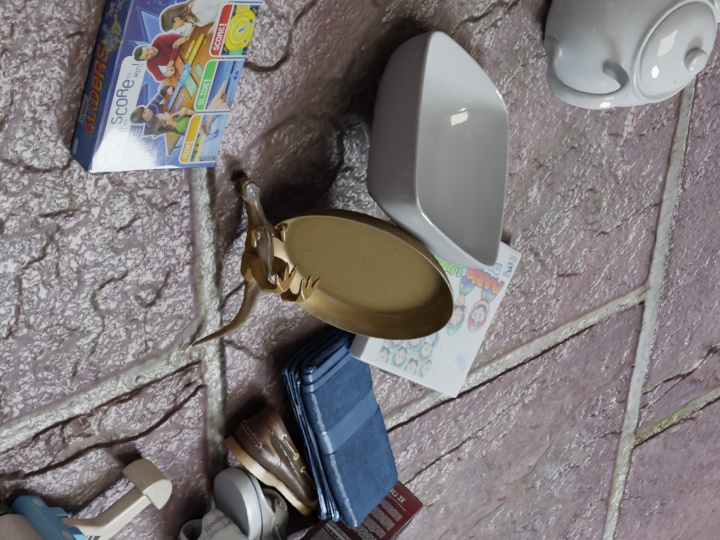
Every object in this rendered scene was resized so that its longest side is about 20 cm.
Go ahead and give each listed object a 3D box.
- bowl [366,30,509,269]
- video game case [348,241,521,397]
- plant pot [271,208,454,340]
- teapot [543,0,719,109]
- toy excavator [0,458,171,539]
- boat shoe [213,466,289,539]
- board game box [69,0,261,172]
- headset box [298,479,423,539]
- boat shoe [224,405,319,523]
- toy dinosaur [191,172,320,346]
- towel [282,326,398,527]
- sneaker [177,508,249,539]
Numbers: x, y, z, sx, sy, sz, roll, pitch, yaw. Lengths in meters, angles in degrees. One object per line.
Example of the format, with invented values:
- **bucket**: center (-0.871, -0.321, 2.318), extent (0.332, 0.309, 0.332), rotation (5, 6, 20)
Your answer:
- **bowl**: center (0.072, -0.112, 1.628), extent (0.200, 0.074, 0.201), rotation (35, 57, -54)
- **video game case**: center (0.086, 0.034, 1.830), extent (0.200, 0.024, 0.183), rotation (25, 89, -52)
- **plant pot**: center (0.000, 0.000, 1.637), extent (0.200, 0.199, 0.028), rotation (67, 36, -50)
- **teapot**: center (0.294, -0.243, 1.728), extent (0.197, 0.146, 0.201), rotation (20, 108, -50)
- **toy excavator**: center (-0.296, 0.267, 1.646), extent (0.195, 0.100, 0.200), rotation (-55, 155, 11)
- **boat shoe**: center (-0.110, 0.270, 1.835), extent (0.066, 0.072, 0.201), rotation (-33, 142, -21)
- **board game box**: center (-0.161, -0.180, 1.422), extent (0.135, 0.034, 0.201), rotation (-5, 125, -41)
- **headset box**: center (-0.024, 0.317, 1.885), extent (0.200, 0.075, 0.149), rotation (-40, 169, -39)
- **boat shoe**: center (-0.072, 0.212, 1.820), extent (0.070, 0.070, 0.200), rotation (-43, 144, -3)
- **toy dinosaur**: center (-0.097, 0.003, 1.610), extent (0.060, 0.106, 0.201), rotation (-16, 126, -43)
- **towel**: center (-0.021, 0.165, 1.796), extent (0.112, 0.048, 0.201), rotation (-38, 121, -43)
- **sneaker**: center (-0.163, 0.326, 1.836), extent (0.075, 0.100, 0.200), rotation (-27, 161, -37)
